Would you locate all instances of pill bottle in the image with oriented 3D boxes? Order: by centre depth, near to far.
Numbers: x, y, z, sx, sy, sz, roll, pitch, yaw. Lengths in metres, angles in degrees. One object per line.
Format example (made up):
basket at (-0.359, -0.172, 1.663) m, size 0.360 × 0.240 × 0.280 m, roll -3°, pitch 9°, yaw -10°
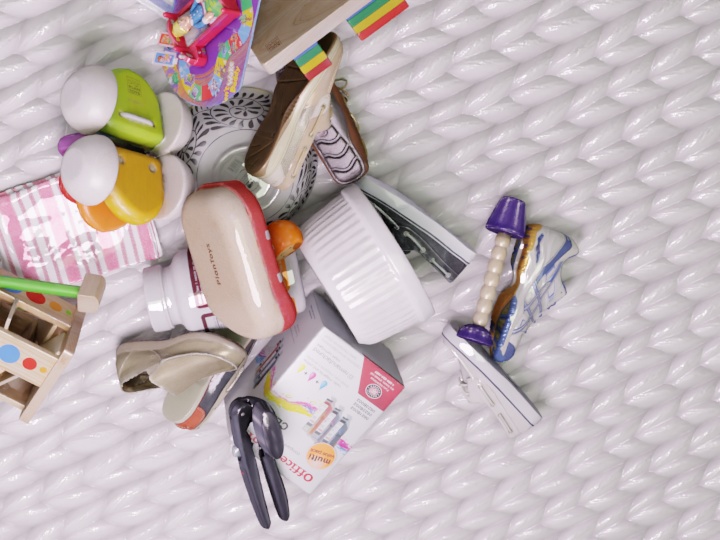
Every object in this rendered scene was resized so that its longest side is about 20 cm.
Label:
pill bottle at (-0.176, 0.018, 1.687) m, size 0.199 × 0.113 × 0.113 m, roll -11°, pitch 109°, yaw -2°

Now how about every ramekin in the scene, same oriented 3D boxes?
ramekin at (0.000, 0.000, 1.666) m, size 0.105 × 0.200 × 0.201 m, roll -32°, pitch 110°, yaw -2°

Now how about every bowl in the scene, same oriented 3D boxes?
bowl at (-0.147, -0.126, 1.659) m, size 0.200 × 0.094 × 0.202 m, roll -3°, pitch 108°, yaw -10°

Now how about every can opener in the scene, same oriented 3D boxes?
can opener at (-0.129, 0.245, 1.650) m, size 0.063 × 0.079 × 0.201 m, roll -11°, pitch 119°, yaw -12°

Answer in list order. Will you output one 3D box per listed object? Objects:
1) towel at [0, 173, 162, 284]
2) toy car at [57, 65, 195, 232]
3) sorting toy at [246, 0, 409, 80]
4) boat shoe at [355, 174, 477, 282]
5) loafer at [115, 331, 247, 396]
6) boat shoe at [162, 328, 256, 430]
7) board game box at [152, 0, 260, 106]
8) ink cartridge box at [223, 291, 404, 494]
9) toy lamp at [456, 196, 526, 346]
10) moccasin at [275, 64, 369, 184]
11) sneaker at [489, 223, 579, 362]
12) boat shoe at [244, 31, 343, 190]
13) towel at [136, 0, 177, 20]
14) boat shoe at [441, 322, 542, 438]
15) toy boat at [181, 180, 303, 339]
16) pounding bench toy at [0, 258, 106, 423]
towel at (-0.370, -0.054, 1.677) m, size 0.199 × 0.030 × 0.147 m, roll -18°, pitch 109°, yaw -4°
toy car at (-0.304, -0.143, 1.589) m, size 0.175 × 0.150 × 0.201 m, roll 14°, pitch 66°, yaw -48°
sorting toy at (-0.050, -0.328, 1.566) m, size 0.200 × 0.199 × 0.070 m, roll -36°, pitch 132°, yaw 4°
boat shoe at (0.063, -0.053, 1.735) m, size 0.200 × 0.072 × 0.068 m, roll 35°, pitch 98°, yaw -25°
loafer at (-0.235, 0.127, 1.694) m, size 0.199 × 0.069 × 0.076 m, roll -8°, pitch 152°, yaw 30°
boat shoe at (-0.189, 0.127, 1.750) m, size 0.200 × 0.071 × 0.063 m, roll -56°, pitch 146°, yaw -4°
board game box at (-0.191, -0.295, 1.540) m, size 0.039 × 0.158 × 0.201 m, roll -1°, pitch 110°, yaw -47°
ink cartridge box at (-0.066, 0.163, 1.739) m, size 0.145 × 0.145 × 0.200 m, roll 37°, pitch 100°, yaw -18°
toy lamp at (0.179, -0.001, 1.754) m, size 0.058 × 0.058 × 0.201 m, roll 20°, pitch 84°, yaw -15°
moccasin at (-0.046, -0.209, 1.663) m, size 0.073 × 0.078 × 0.202 m, roll -30°, pitch 105°, yaw 17°
sneaker at (0.240, 0.040, 1.789) m, size 0.088 × 0.075 × 0.201 m, roll 15°, pitch 104°, yaw -15°
boat shoe at (-0.069, -0.195, 1.592) m, size 0.065 × 0.072 × 0.201 m, roll 28°, pitch 87°, yaw -37°
towel at (-0.220, -0.410, 1.591) m, size 0.147 × 0.024 × 0.200 m, roll 32°, pitch 100°, yaw -19°
boat shoe at (0.171, 0.158, 1.822) m, size 0.066 × 0.072 × 0.200 m, roll -41°, pitch 114°, yaw 8°
toy boat at (-0.125, -0.021, 1.581) m, size 0.130 × 0.130 × 0.201 m, roll -25°, pitch 105°, yaw -35°
pounding bench toy at (-0.430, 0.055, 1.629) m, size 0.156 × 0.124 × 0.200 m, roll 30°, pitch 114°, yaw -17°
